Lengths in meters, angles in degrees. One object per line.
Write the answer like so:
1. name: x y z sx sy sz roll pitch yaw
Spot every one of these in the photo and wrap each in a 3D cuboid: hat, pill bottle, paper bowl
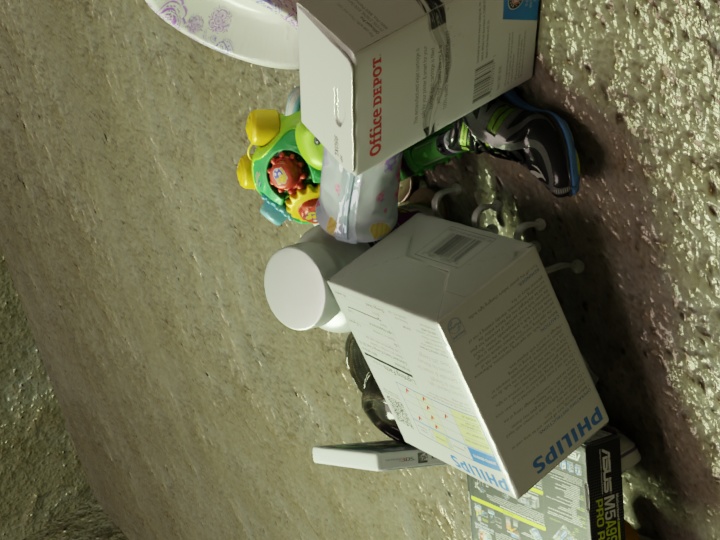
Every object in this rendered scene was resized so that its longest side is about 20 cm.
1. hat: 0.061 0.142 1.853 0.199 0.081 0.201 17 140 15
2. pill bottle: 0.000 0.000 1.681 0.112 0.199 0.113 10 106 39
3. paper bowl: -0.116 -0.295 1.709 0.199 0.105 0.201 18 166 5

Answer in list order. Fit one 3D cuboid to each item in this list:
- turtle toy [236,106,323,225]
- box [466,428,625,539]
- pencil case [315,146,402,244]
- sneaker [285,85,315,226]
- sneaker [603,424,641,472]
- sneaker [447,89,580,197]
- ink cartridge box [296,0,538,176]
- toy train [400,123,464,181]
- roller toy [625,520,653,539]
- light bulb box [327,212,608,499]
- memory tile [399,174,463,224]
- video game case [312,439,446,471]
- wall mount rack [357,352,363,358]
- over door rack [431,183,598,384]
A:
1. turtle toy: -0.046 -0.111 1.724 0.200 0.145 0.102 108 158 -55
2. box: 0.177 0.218 1.640 0.200 0.044 0.161 14 114 57
3. pencil case: 0.004 -0.121 1.564 0.091 0.083 0.201 -92 7 -47
4. sneaker: -0.072 -0.139 1.917 0.130 0.079 0.201 36 147 45
5. sneaker: 0.198 0.147 1.679 0.200 0.072 0.115 7 120 65
6. sneaker: 0.123 -0.120 1.491 0.200 0.082 0.071 44 154 36
7. ink cartridge box: 0.049 -0.192 1.405 0.084 0.199 0.145 45 154 31
8. toy train: 0.069 -0.119 1.653 0.042 0.056 0.200 62 159 -4
9. roller toy: 0.268 0.367 1.703 0.200 0.139 0.183 57 153 30
10. light bulb box: 0.099 0.074 1.560 0.198 0.125 0.201 21 142 57
11. memory tile: 0.062 -0.008 1.771 0.200 0.017 0.154 51 129 22
12. video game case: 0.063 0.207 1.920 0.200 0.181 0.024 172 94 -68
13. wall mount rack: 0.042 0.019 1.873 0.173 0.075 0.201 -20 102 41
14. over door rack: 0.156 0.014 1.616 0.148 0.066 0.201 27 146 54
